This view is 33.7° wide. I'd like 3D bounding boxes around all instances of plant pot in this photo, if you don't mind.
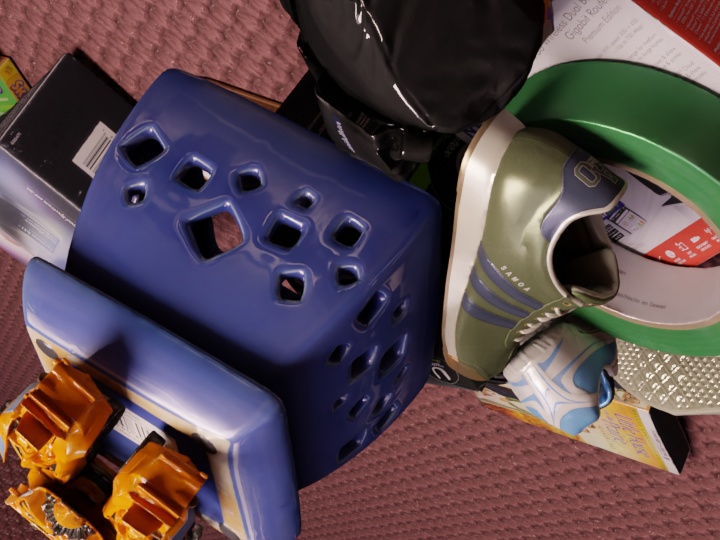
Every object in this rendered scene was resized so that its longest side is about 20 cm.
[{"bbox_3d":[-0.079,0.035,0.715,0.199,0.180,0.201,28,151,18],"label":"plant pot"}]

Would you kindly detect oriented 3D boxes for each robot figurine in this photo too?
[{"bbox_3d":[-0.153,0.120,0.671,0.145,0.058,0.200,40,151,0],"label":"robot figurine"}]

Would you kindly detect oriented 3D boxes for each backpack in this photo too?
[{"bbox_3d":[0.022,-0.142,0.618,0.200,0.126,0.168,-143,30,-83],"label":"backpack"}]

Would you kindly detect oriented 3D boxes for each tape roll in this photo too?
[{"bbox_3d":[0.159,-0.031,0.694,0.199,0.048,0.201,28,155,14],"label":"tape roll"}]

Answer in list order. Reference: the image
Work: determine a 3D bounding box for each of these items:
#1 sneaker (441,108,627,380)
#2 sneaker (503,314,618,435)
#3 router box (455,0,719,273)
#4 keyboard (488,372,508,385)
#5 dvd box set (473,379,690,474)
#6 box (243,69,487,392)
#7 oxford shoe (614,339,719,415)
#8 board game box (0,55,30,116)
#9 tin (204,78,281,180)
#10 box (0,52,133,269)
[{"bbox_3d":[0.100,0.006,0.674,0.089,0.067,0.201,24,141,22],"label":"sneaker"},{"bbox_3d":[0.149,0.057,0.828,0.072,0.200,0.073,-34,92,25],"label":"sneaker"},{"bbox_3d":[0.166,-0.089,0.699,0.179,0.049,0.200,36,155,-3],"label":"router box"},{"bbox_3d":[0.053,0.065,0.953,0.198,0.021,0.127,-2,-162,-6],"label":"keyboard"},{"bbox_3d":[0.178,0.111,1.036,0.199,0.030,0.146,17,160,32],"label":"dvd box set"},{"bbox_3d":[0.028,-0.037,0.837,0.124,0.149,0.200,5,140,45],"label":"box"},{"bbox_3d":[0.262,0.070,0.853,0.057,0.076,0.199,7,179,-41],"label":"oxford shoe"},{"bbox_3d":[-0.361,-0.160,1.240,0.095,0.030,0.201,16,152,32],"label":"board game box"},{"bbox_3d":[-0.082,-0.097,1.002,0.199,0.042,0.112,21,156,25],"label":"tin"},{"bbox_3d":[-0.269,-0.071,1.144,0.200,0.124,0.198,40,150,-20],"label":"box"}]
